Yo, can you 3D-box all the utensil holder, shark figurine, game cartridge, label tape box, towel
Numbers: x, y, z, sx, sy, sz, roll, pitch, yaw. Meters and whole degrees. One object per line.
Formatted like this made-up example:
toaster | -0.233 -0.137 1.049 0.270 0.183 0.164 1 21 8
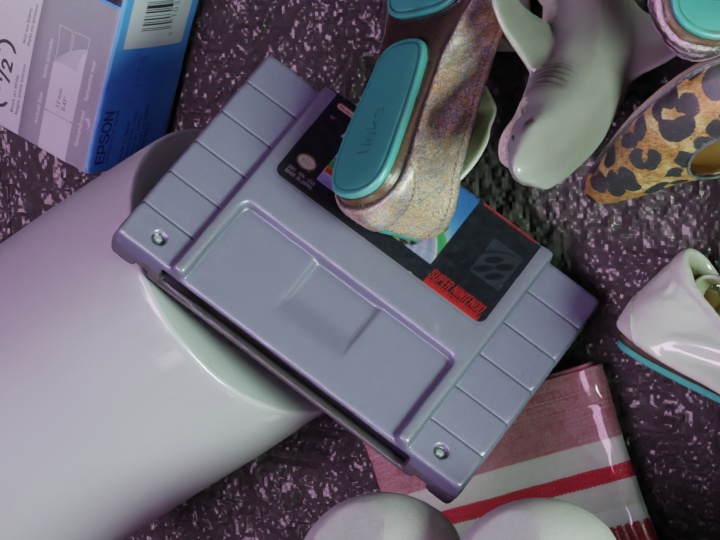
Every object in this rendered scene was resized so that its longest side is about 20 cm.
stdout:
utensil holder | -0.121 0.041 1.509 0.200 0.170 0.170 -33 79 36
shark figurine | 0.112 -0.131 1.356 0.089 0.128 0.215 -8 73 25
game cartridge | 0.000 0.000 1.401 0.200 0.130 0.038 37 158 4
label tape box | -0.180 -0.157 1.577 0.200 0.066 0.143 28 116 29
towel | 0.091 0.155 1.461 0.144 0.023 0.200 -19 90 37

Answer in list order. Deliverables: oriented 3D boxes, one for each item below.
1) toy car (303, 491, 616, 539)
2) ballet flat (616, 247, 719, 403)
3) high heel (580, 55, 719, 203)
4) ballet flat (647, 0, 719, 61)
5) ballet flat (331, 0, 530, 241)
toy car | 0.056 0.199 1.358 0.200 0.150 0.175 -1 142 34
ballet flat | 0.202 0.053 1.329 0.200 0.069 0.069 34 119 29
high heel | 0.195 -0.031 1.303 0.200 0.071 0.143 -28 76 29
ballet flat | 0.161 -0.188 1.297 0.071 0.069 0.200 -166 90 -77
ballet flat | 0.043 -0.104 1.401 0.068 0.067 0.200 4 68 50
